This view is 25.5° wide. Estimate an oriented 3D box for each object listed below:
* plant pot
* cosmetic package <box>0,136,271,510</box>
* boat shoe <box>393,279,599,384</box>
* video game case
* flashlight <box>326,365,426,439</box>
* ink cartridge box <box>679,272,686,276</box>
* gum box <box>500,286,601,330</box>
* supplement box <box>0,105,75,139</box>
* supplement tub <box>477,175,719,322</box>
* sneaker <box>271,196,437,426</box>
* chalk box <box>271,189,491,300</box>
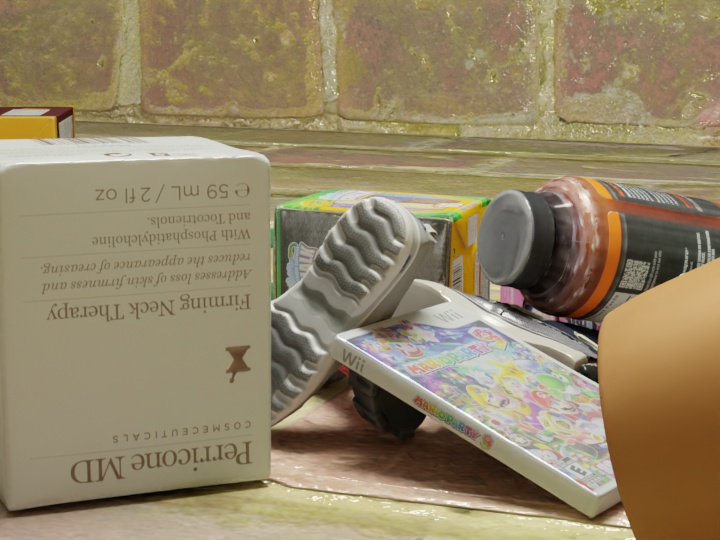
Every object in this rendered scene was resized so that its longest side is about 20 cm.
[{"bbox_3d":[0.205,0.073,0.805,0.139,0.201,0.200,-13,5,20],"label":"plant pot"},{"bbox_3d":[-0.157,0.022,0.992,0.166,0.201,0.166,-4,10,-23],"label":"cosmetic package"},{"bbox_3d":[0.105,0.058,1.172,0.199,0.075,0.092,26,18,35],"label":"boat shoe"},{"bbox_3d":[0.098,0.081,1.006,0.199,0.018,0.143,30,24,28],"label":"video game case"},{"bbox_3d":[-0.005,0.069,1.146,0.068,0.068,0.200,33,1,-25],"label":"flashlight"},{"bbox_3d":[0.280,-0.001,1.141,0.048,0.201,0.145,11,15,37],"label":"ink cartridge box"},{"bbox_3d":[0.200,0.025,1.375,0.113,0.067,0.200,3,11,23],"label":"gum box"},{"bbox_3d":[-0.491,-0.147,2.135,0.196,0.134,0.200,0,10,-2],"label":"supplement box"},{"bbox_3d":[0.188,-0.013,1.195,0.199,0.108,0.107,8,5,-29],"label":"supplement tub"},{"bbox_3d":[-0.019,0.039,1.064,0.082,0.200,0.075,9,41,-58],"label":"sneaker"},{"bbox_3d":[0.000,0.000,1.348,0.199,0.125,0.124,6,12,21],"label":"chalk box"}]
